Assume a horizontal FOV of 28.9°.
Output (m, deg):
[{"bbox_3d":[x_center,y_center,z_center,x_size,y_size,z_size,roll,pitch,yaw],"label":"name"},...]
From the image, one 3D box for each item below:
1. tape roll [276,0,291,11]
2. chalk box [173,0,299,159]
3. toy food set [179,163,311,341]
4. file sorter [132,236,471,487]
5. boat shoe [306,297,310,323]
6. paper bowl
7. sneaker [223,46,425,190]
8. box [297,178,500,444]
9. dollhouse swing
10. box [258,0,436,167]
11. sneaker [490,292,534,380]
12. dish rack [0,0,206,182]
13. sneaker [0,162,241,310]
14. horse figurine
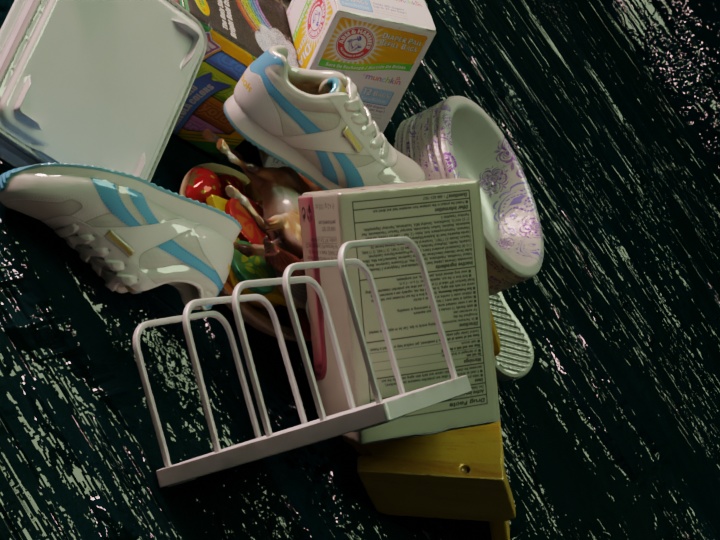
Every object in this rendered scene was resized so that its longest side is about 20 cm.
[{"bbox_3d":[-0.045,-0.245,1.561,0.202,0.071,0.203,34,20,-14],"label":"tape roll"},{"bbox_3d":[-0.171,-0.218,1.302,0.199,0.124,0.126,28,35,-40],"label":"chalk box"},{"bbox_3d":[-0.085,-0.019,1.279,0.199,0.049,0.199,21,41,-50],"label":"toy food set"},{"bbox_3d":[-0.048,0.066,1.027,0.138,0.199,0.126,-7,78,-62],"label":"file sorter"},{"bbox_3d":[0.000,-0.002,1.273,0.075,0.064,0.202,59,38,-22],"label":"boat shoe"},{"bbox_3d":[0.097,-0.068,1.431,0.201,0.104,0.202,44,33,-39],"label":"paper bowl"},{"bbox_3d":[-0.019,-0.122,1.244,0.199,0.081,0.077,27,28,-22],"label":"sneaker"},{"bbox_3d":[0.030,0.030,1.150,0.127,0.109,0.202,-6,94,-21],"label":"box"},{"bbox_3d":[0.065,0.158,1.308,0.180,0.177,0.201,4,48,-6],"label":"dollhouse swing"},{"bbox_3d":[-0.023,-0.200,1.384,0.112,0.201,0.102,8,42,-27],"label":"box"},{"bbox_3d":[0.115,0.034,1.536,0.073,0.082,0.201,-22,85,-23],"label":"sneaker"},{"bbox_3d":[-0.209,-0.158,1.128,0.171,0.043,0.201,35,67,-36],"label":"dish rack"},{"bbox_3d":[-0.187,-0.028,1.079,0.199,0.076,0.081,19,77,-28],"label":"sneaker"},{"bbox_3d":[-0.075,-0.054,1.228,0.132,0.050,0.201,30,30,-32],"label":"horse figurine"}]
